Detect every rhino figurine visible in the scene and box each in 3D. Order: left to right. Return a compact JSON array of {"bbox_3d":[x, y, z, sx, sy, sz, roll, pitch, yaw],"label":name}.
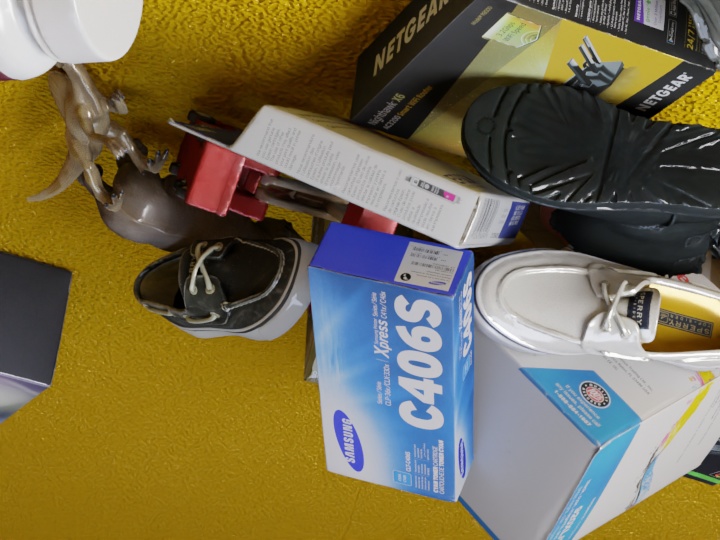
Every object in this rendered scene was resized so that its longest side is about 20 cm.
[{"bbox_3d":[-0.115,-0.037,1.345,0.200,0.087,0.060,19,112,-30],"label":"rhino figurine"}]

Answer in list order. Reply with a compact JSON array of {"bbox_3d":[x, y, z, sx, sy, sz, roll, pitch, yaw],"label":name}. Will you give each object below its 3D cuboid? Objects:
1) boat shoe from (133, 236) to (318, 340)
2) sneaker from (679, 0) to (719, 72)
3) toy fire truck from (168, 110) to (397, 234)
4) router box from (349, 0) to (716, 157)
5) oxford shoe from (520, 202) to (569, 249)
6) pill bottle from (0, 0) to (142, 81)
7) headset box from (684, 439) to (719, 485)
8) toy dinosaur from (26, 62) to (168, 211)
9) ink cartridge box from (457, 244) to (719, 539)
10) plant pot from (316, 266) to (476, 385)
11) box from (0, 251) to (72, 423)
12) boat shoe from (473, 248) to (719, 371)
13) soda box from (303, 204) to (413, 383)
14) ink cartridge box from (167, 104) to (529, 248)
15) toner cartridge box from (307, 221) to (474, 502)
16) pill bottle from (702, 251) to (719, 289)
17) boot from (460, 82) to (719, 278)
[{"bbox_3d":[-0.099,0.011,1.257,0.064,0.071,0.200,23,159,-29],"label":"boat shoe"},{"bbox_3d":[0.215,-0.163,0.958,0.091,0.076,0.200,-18,149,37],"label":"sneaker"},{"bbox_3d":[-0.055,-0.055,1.212,0.141,0.049,0.200,19,-171,-13],"label":"toy fire truck"},{"bbox_3d":[0.104,-0.129,1.102,0.157,0.052,0.200,15,157,-18],"label":"router box"},{"bbox_3d":[0.148,-0.044,1.312,0.075,0.070,0.200,29,169,24],"label":"oxford shoe"},{"bbox_3d":[-0.237,-0.167,1.036,0.200,0.114,0.114,0,157,18],"label":"pill bottle"},{"bbox_3d":[0.310,0.118,1.600,0.174,0.093,0.200,19,157,-25],"label":"headset box"},{"bbox_3d":[-0.191,-0.095,1.255,0.101,0.058,0.200,44,150,18],"label":"toy dinosaur"},{"bbox_3d":[0.158,0.082,1.246,0.200,0.147,0.145,-23,147,-38],"label":"ink cartridge box"},{"bbox_3d":[0.073,0.073,1.461,0.189,0.201,0.201,26,157,-3],"label":"plant pot"},{"bbox_3d":[-0.400,0.055,1.641,0.200,0.123,0.198,17,155,-22],"label":"box"},{"bbox_3d":[0.168,0.026,1.133,0.200,0.071,0.070,13,169,-14],"label":"boat shoe"},{"bbox_3d":[0.000,0.000,1.262,0.068,0.200,0.064,10,125,-7],"label":"soda box"},{"bbox_3d":[0.000,-0.070,1.138,0.200,0.043,0.196,25,-172,11],"label":"ink cartridge box"},{"bbox_3d":[0.023,0.062,1.131,0.095,0.043,0.200,13,137,17],"label":"toner cartridge box"},{"bbox_3d":[0.308,0.034,1.357,0.200,0.116,0.116,1,158,14],"label":"pill bottle"},{"bbox_3d":[0.153,-0.051,1.122,0.198,0.073,0.162,9,166,-2],"label":"boot"}]
